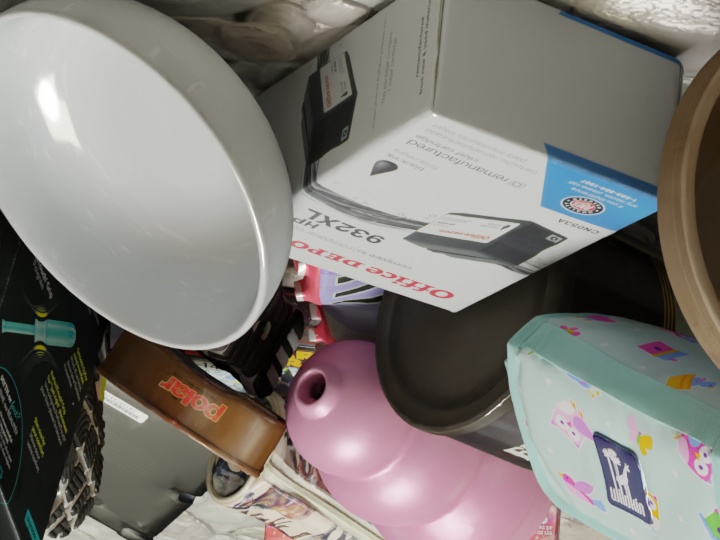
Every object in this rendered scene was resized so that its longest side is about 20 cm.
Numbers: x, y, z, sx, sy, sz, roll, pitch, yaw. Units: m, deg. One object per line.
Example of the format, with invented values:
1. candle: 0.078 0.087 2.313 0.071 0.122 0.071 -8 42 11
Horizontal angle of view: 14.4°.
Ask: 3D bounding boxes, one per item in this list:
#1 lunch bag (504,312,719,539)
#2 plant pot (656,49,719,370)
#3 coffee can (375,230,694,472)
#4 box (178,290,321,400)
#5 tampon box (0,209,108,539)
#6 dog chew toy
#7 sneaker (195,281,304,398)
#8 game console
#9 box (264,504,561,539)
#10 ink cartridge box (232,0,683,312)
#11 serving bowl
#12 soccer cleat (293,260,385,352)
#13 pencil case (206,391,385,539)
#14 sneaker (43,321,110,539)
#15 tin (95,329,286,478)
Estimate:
1. lunch bag: 0.181 0.098 1.451 0.200 0.122 0.170 31 178 -42
2. plant pot: 0.214 -0.019 1.363 0.200 0.202 0.093 17 165 -24
3. coffee can: 0.129 0.049 1.599 0.199 0.147 0.146 24 152 -37
4. box: -0.016 0.059 1.795 0.199 0.040 0.137 6 156 2
5. tampon box: -0.230 0.042 1.568 0.125 0.201 0.150 1 139 13
6. dog chew toy: 0.029 0.099 1.667 0.124 0.125 0.200 -11 153 35
7. sneaker: -0.103 0.006 1.625 0.115 0.076 0.200 26 161 16
8. game console: -0.198 0.082 1.864 0.199 0.117 0.176 32 122 -27
9. box: 0.037 0.183 1.959 0.199 0.095 0.103 4 -168 6
10. ink cartridge box: 0.046 -0.060 1.443 0.144 0.084 0.200 18 155 -26
11. serving bowl: -0.106 -0.060 1.434 0.199 0.066 0.201 28 141 26
12. soccer cleat: 0.000 0.000 1.636 0.076 0.067 0.200 -11 157 0
13. pencil case: -0.011 0.153 1.819 0.200 0.078 0.089 35 172 -30
14. sneaker: -0.194 0.078 1.679 0.084 0.201 0.077 -2 136 4
15. tin: -0.096 0.074 1.655 0.112 0.042 0.200 30 178 0
